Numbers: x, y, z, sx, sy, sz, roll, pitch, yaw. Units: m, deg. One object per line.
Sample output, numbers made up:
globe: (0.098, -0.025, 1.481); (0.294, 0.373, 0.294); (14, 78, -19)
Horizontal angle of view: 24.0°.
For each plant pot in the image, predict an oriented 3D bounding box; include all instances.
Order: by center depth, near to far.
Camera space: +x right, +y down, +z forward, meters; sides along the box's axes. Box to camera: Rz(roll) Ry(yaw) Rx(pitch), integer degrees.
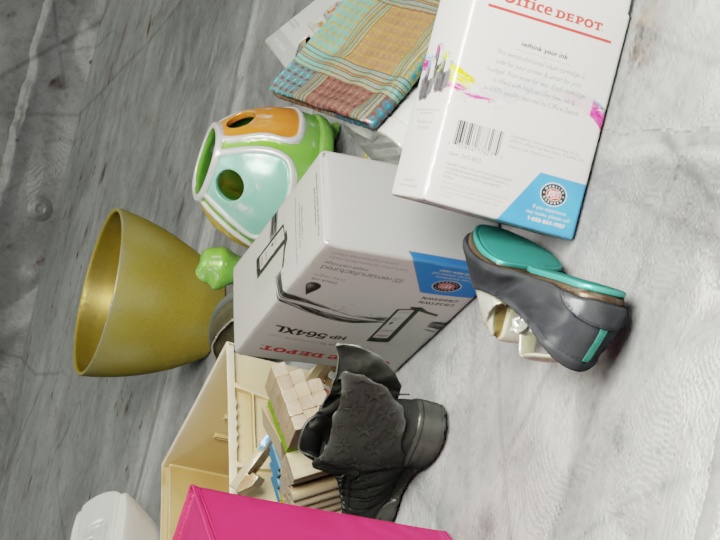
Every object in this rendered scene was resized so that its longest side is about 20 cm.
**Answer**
plant pot: (-0.241, 0.038, 1.988); (0.200, 0.142, 0.200); (-167, 90, -71)

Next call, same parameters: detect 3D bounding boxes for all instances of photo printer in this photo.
photo printer: (-0.205, 0.334, 1.636); (0.069, 0.200, 0.166); (-23, 33, 17)

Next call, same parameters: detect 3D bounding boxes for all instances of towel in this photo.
towel: (0.028, -0.203, 1.349); (0.200, 0.022, 0.147); (-51, 37, -12)

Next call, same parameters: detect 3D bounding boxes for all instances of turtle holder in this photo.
turtle holder: (-0.100, -0.080, 1.683); (0.186, 0.132, 0.141); (125, 151, -46)

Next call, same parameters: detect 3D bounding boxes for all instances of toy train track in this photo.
toy train track: (-0.039, 0.113, 1.451); (0.200, 0.033, 0.115); (-53, -17, -5)

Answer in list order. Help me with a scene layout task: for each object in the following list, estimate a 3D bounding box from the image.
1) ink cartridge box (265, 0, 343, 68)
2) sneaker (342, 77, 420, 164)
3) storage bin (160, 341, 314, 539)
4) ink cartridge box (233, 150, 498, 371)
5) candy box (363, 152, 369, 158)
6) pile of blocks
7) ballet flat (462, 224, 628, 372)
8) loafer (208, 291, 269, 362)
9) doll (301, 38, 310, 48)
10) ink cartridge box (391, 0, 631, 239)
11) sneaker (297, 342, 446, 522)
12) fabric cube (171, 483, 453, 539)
ink cartridge box: (0.014, -0.215, 1.455); (0.174, 0.044, 0.200); (-40, 25, 4)
sneaker: (0.056, -0.130, 1.364); (0.116, 0.074, 0.200); (-46, 13, -6)
storage bin: (-0.114, 0.212, 1.584); (0.199, 0.094, 0.200); (-95, 26, -43)
ink cartridge box: (0.000, 0.000, 1.321); (0.200, 0.146, 0.084); (130, 143, -54)
candy box: (0.032, -0.085, 1.472); (0.102, 0.026, 0.200); (-43, 38, 51)
pile of blocks: (-0.038, 0.150, 1.396); (0.082, 0.062, 0.200); (-122, 24, -45)
ballet flat: (0.111, 0.021, 1.117); (0.200, 0.073, 0.073); (-143, 68, -67)
loafer: (-0.100, 0.053, 1.681); (0.200, 0.075, 0.070); (127, 155, -49)
doll: (-0.025, -0.244, 1.710); (0.200, 0.048, 0.137); (-172, 96, -71)
ink cartridge box: (0.107, -0.133, 1.157); (0.068, 0.115, 0.200); (-162, 86, -71)
sneaker: (-0.005, 0.138, 1.306); (0.060, 0.104, 0.200); (-95, 26, -43)
fabric cube: (-0.034, 0.286, 1.142); (0.200, 0.199, 0.196); (-126, 54, -66)
